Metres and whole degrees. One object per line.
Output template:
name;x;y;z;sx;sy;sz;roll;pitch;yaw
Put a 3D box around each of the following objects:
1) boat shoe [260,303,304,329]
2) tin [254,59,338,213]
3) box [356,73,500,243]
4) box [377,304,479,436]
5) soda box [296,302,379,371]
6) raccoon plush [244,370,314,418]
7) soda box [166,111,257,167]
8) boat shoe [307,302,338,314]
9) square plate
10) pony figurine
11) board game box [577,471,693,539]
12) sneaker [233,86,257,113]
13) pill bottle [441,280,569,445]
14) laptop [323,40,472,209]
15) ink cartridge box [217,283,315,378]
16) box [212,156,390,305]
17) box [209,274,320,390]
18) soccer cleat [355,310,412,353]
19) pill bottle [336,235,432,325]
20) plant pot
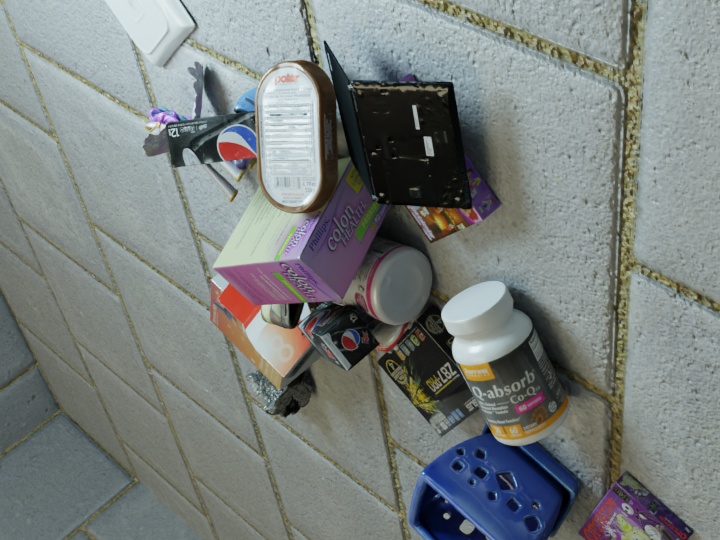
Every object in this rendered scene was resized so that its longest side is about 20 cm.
boat shoe;-0.096;-0.005;1.735;0.066;0.202;0.072;21;-173;27
tin;-0.085;-0.174;1.453;0.111;0.042;0.202;2;99;26
box;0.077;-0.138;1.410;0.201;0.039;0.137;55;153;-5
box;0.119;0.157;1.700;0.161;0.049;0.200;48;152;5
soda box;-0.037;0.094;1.643;0.071;0.063;0.200;51;171;-9
raccoon plush;-0.154;0.190;2.179;0.134;0.096;0.201;47;127;39
soda box;-0.165;-0.189;1.547;0.071;0.198;0.064;-46;-51;-77
boat shoe;-0.083;0.023;1.797;0.201;0.059;0.072;60;176;17
square plate;-0.354;-0.429;1.743;0.201;0.028;0.198;55;154;-7
pony figurine;-0.264;-0.211;1.767;0.199;0.167;0.193;35;161;-2
board game box;0.386;0.372;1.572;0.120;0.032;0.200;46;153;22
sneaker;-0.120;-0.175;1.636;0.066;0.078;0.201;-2;124;56
pill bottle;0.190;0.123;1.470;0.116;0.116;0.201;3;127;56
laptop;0.044;-0.179;1.357;0.199;0.104;0.178;5;132;23
ink cartridge box;-0.141;0.056;1.878;0.200;0.162;0.050;42;-166;14
box;-0.082;-0.051;1.563;0.199;0.177;0.097;-6;138;48
box;-0.170;0.090;2.011;0.200;0.106;0.153;42;152;17
soccer cleat;0.016;0.070;1.674;0.085;0.069;0.200;33;-179;-16
pill bottle;0.000;0.000;1.622;0.199;0.113;0.114;21;141;47
plant pot;0.206;0.350;1.657;0.200;0.180;0.201;40;151;21
